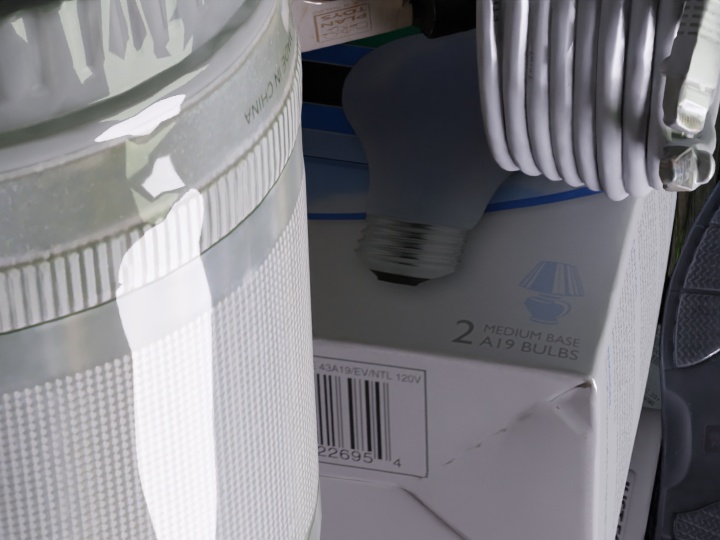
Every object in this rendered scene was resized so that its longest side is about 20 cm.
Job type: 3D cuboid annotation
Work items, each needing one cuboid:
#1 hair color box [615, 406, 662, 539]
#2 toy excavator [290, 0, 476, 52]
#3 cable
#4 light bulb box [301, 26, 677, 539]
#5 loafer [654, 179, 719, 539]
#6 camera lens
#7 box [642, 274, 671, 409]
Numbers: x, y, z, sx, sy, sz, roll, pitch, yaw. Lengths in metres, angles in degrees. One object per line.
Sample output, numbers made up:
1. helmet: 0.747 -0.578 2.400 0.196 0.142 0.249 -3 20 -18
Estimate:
1. hair color box: 0.007 0.093 1.064 0.061 0.200 0.100 82 19 -52
2. toy excavator: -0.026 -0.155 0.934 0.194 0.100 0.200 81 -4 -67
3. cable: 0.079 -0.121 0.879 0.200 0.069 0.200 8 87 -83
4. light bulb box: 0.000 0.000 0.986 0.200 0.198 0.125 -73 166 -47
5. loafer: 0.137 0.050 1.046 0.063 0.072 0.200 90 11 -74
6. camera lens: -0.090 -0.001 0.634 0.160 0.160 0.200 -68 161 -52
7. box: 0.091 0.054 1.221 0.086 0.200 0.164 -46 146 -12
